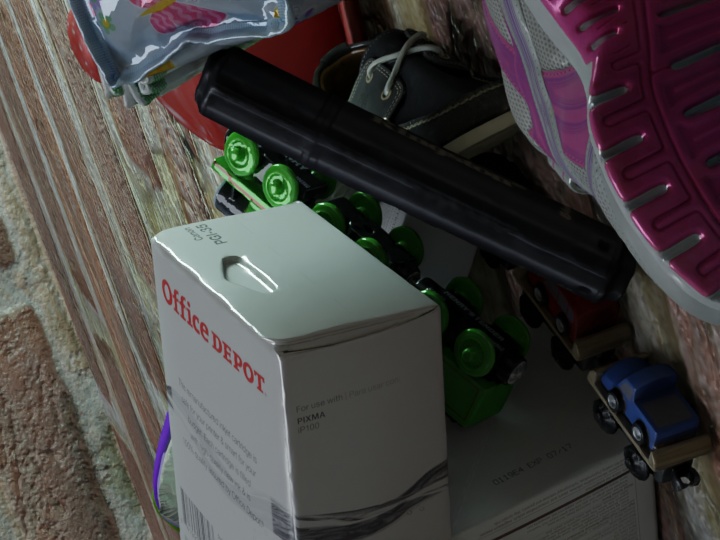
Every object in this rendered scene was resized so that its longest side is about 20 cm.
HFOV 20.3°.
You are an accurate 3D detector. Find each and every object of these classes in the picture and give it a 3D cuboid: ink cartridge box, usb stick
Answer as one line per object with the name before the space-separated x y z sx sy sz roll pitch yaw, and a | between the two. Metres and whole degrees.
ink cartridge box | -0.025 0.088 0.911 0.146 0.082 0.202 37 136 55
usb stick | 0.022 -0.040 0.842 0.199 0.033 0.055 26 -174 0

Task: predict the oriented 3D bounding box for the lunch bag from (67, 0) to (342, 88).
lunch bag | -0.057 -0.200 0.819 0.126 0.169 0.201 -15 102 35

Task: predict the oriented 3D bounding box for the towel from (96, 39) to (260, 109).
towel | -0.065 -0.176 0.918 0.031 0.200 0.150 -5 110 40

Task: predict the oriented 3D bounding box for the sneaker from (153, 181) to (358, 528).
sneaker | -0.059 0.039 1.063 0.201 0.069 0.099 -68 21 -2

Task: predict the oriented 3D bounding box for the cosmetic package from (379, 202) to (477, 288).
cosmetic package | 0.003 0.053 1.057 0.083 0.050 0.202 -143 69 -67

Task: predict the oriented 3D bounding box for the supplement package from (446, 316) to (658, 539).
supplement package | 0.077 0.145 1.006 0.110 0.113 0.201 50 157 46

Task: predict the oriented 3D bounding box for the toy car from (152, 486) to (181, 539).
toy car | -0.034 0.219 1.500 0.164 0.158 0.201 33 156 49

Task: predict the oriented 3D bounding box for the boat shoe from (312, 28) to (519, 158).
boat shoe | 0.022 -0.079 0.950 0.068 0.071 0.200 66 169 -11

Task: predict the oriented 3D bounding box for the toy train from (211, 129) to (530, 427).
toy train | 0.000 0.000 0.961 0.200 0.042 0.057 40 125 26

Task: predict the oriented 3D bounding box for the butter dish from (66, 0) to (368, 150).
butter dish | -0.090 -0.147 1.105 0.200 0.147 0.201 48 156 53

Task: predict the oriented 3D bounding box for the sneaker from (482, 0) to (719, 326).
sneaker | 0.099 -0.060 0.697 0.088 0.081 0.201 88 163 -58

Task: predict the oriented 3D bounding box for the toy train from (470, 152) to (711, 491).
toy train | 0.098 0.017 0.903 0.201 0.034 0.046 58 152 36
